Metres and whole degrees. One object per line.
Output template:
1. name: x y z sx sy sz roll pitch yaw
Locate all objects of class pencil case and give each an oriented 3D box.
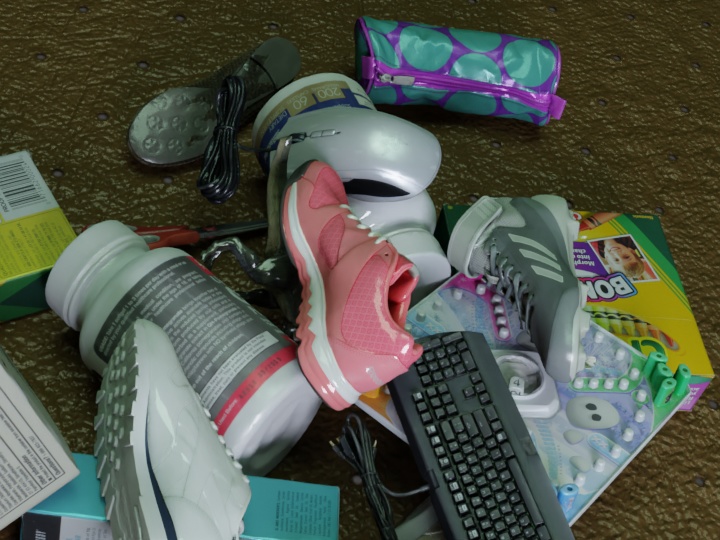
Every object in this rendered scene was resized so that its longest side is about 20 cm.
1. pencil case: 0.089 -0.186 1.229 0.198 0.086 0.093 4 32 -12

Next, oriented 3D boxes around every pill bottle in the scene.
1. pill bottle: -0.129 0.054 0.928 0.200 0.111 0.111 38 50 18
2. pill bottle: -0.006 -0.058 1.066 0.110 0.111 0.201 -11 53 -25

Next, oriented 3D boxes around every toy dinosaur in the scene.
1. toy dinosaur: -0.070 0.004 0.991 0.087 0.202 0.047 -12 12 6

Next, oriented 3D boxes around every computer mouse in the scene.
1. computer mouse: -0.035 -0.099 1.006 0.198 0.044 0.110 5 63 21

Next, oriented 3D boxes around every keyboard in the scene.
1. keyboard: 0.055 0.135 0.850 0.126 0.021 0.201 -21 59 -3

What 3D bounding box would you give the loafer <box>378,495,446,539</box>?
1. loafer: 0.061 0.190 0.897 0.200 0.075 0.070 -35 78 -34

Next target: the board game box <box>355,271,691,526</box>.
1. board game box: 0.113 0.076 0.943 0.199 0.026 0.200 34 47 24

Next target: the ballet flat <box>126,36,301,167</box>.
1. ballet flat: -0.132 -0.148 1.163 0.200 0.046 0.068 -41 100 -34

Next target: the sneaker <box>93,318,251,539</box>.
1. sneaker: -0.113 0.119 0.799 0.080 0.077 0.201 6 50 -27

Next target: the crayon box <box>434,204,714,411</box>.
1. crayon box: 0.170 0.030 1.073 0.198 0.058 0.173 2 48 -13

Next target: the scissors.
1. scissors: -0.131 -0.027 1.052 0.198 0.014 0.073 -3 17 -22

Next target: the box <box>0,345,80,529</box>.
1. box: -0.290 0.111 0.762 0.199 0.128 0.109 -34 45 -13

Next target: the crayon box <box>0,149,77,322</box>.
1. crayon box: -0.320 -0.012 0.974 0.199 0.051 0.127 -17 55 -29

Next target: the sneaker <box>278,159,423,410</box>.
1. sneaker: 0.000 0.000 0.909 0.086 0.074 0.201 -22 53 17

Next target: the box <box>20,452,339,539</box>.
1. box: -0.118 0.170 0.847 0.198 0.083 0.049 9 45 -9

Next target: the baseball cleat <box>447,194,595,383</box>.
1. baseball cleat: 0.116 0.011 0.956 0.106 0.070 0.200 4 32 2
